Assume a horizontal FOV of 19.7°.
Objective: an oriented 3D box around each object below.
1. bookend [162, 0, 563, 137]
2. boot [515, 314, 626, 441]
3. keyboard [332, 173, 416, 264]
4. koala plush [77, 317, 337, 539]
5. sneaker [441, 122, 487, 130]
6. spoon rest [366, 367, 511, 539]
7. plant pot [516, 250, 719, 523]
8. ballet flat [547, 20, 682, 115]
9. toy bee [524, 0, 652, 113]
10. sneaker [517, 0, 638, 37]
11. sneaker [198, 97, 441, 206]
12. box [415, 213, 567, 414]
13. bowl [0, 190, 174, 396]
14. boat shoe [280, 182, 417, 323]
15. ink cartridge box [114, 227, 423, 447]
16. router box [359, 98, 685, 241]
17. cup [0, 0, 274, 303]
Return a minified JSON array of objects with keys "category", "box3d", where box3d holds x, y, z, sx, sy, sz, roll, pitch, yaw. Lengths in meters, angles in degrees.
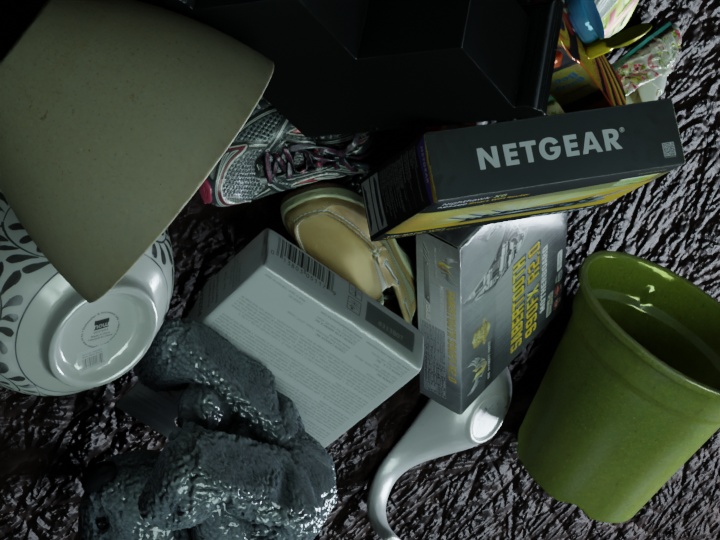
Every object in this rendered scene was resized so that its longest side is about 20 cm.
[{"category":"bookend","box3d":[0.004,-0.183,1.414,0.200,0.197,0.093,40,54,-50]},{"category":"boot","box3d":[0.255,0.125,2.002,0.199,0.069,0.175,23,108,-46]},{"category":"keyboard","box3d":[0.048,-0.037,1.709,0.104,0.040,0.200,-49,141,5]},{"category":"koala plush","box3d":[-0.140,0.175,1.595,0.200,0.178,0.183,-37,130,26]},{"category":"sneaker","box3d":[0.084,-0.167,1.602,0.077,0.078,0.201,-29,138,-29]},{"category":"spoon rest","box3d":[0.069,0.159,1.892,0.201,0.060,0.099,-54,143,-10]},{"category":"plant pot","box3d":[0.237,0.116,1.858,0.199,0.201,0.185,6,125,-43]},{"category":"ballet flat","box3d":[0.203,-0.138,1.710,0.199,0.064,0.076,-33,-179,-32]},{"category":"toy bee","box3d":[0.135,-0.161,1.527,0.199,0.109,0.131,31,128,-26]},{"category":"sneaker","box3d":[0.171,-0.198,1.653,0.200,0.078,0.090,-46,155,11]},{"category":"sneaker","box3d":[-0.032,-0.099,1.558,0.199,0.075,0.081,-25,137,-21]},{"category":"box","box3d":[0.112,-0.001,1.745,0.158,0.048,0.201,-43,147,-34]},{"category":"bowl","box3d":[-0.206,0.023,1.497,0.200,0.094,0.202,-22,135,-24]},{"category":"boat shoe","box3d":[0.000,0.000,1.646,0.071,0.077,0.200,-18,150,22]},{"category":"ink cartridge box","box3d":[-0.073,0.076,1.642,0.162,0.057,0.200,34,129,-23]},{"category":"router box","box3d":[0.117,-0.073,1.539,0.198,0.053,0.157,-9,173,-18]},{"category":"cup","box3d":[-0.173,-0.101,1.362,0.143,0.200,0.201,37,98,-12]}]
